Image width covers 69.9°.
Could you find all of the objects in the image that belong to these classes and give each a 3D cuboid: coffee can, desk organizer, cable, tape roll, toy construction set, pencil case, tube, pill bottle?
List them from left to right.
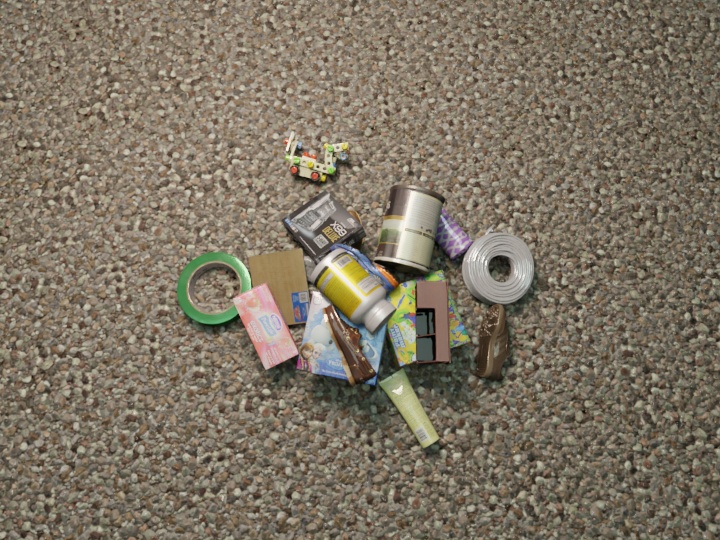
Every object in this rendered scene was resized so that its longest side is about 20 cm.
[{"bbox_3d":[-0.395,0.051,1.409,0.200,0.048,0.201,0,75,-1],"label":"tape roll"},{"bbox_3d":[-0.139,-0.331,1.493,0.200,0.092,0.131,19,100,12],"label":"toy construction set"},{"bbox_3d":[-0.014,0.052,1.221,0.112,0.112,0.200,-43,77,-11],"label":"pill bottle"},{"bbox_3d":[0.127,-0.104,1.336,0.146,0.146,0.200,13,84,3],"label":"coffee can"},{"bbox_3d":[0.132,0.359,1.338,0.058,0.052,0.200,-15,66,-48],"label":"tube"},{"bbox_3d":[0.175,0.127,1.260,0.077,0.072,0.201,0,76,2],"label":"desk organizer"},{"bbox_3d":[0.234,-0.123,1.450,0.085,0.084,0.200,-27,76,-47],"label":"pencil case"},{"bbox_3d":[0.380,-0.005,1.409,0.200,0.069,0.200,-42,93,-10],"label":"cable"}]

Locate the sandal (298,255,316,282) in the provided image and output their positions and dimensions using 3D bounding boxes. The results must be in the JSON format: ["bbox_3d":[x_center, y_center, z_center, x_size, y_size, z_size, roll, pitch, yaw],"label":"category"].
[{"bbox_3d":[-0.126,-0.006,1.425,0.202,0.083,0.050,25,33,7],"label":"sandal"}]

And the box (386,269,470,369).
[{"bbox_3d":[0.154,0.132,1.357,0.192,0.122,0.200,-18,76,-5],"label":"box"}]

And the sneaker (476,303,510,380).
[{"bbox_3d":[0.364,0.193,1.378,0.075,0.070,0.200,17,84,-23],"label":"sneaker"}]

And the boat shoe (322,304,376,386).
[{"bbox_3d":[-0.026,0.169,1.217,0.070,0.070,0.200,-25,84,6],"label":"boat shoe"}]

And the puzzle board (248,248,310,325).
[{"bbox_3d":[-0.216,0.050,1.397,0.150,0.017,0.201,-8,91,5],"label":"puzzle board"}]

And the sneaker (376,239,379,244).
[{"bbox_3d":[0.088,-0.096,1.445,0.091,0.078,0.200,-9,74,1],"label":"sneaker"}]

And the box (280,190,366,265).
[{"bbox_3d":[-0.103,-0.117,1.416,0.158,0.050,0.200,-35,51,-9],"label":"box"}]

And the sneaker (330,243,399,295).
[{"bbox_3d":[0.000,0.000,1.300,0.200,0.075,0.079,37,89,13],"label":"sneaker"}]

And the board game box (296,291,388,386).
[{"bbox_3d":[-0.040,0.167,1.276,0.199,0.043,0.200,10,77,8],"label":"board game box"}]

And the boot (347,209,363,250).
[{"bbox_3d":[-0.028,-0.083,1.437,0.073,0.075,0.201,1,74,1],"label":"boot"}]

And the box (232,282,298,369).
[{"bbox_3d":[-0.244,0.140,1.333,0.095,0.103,0.200,-25,94,-7],"label":"box"}]
